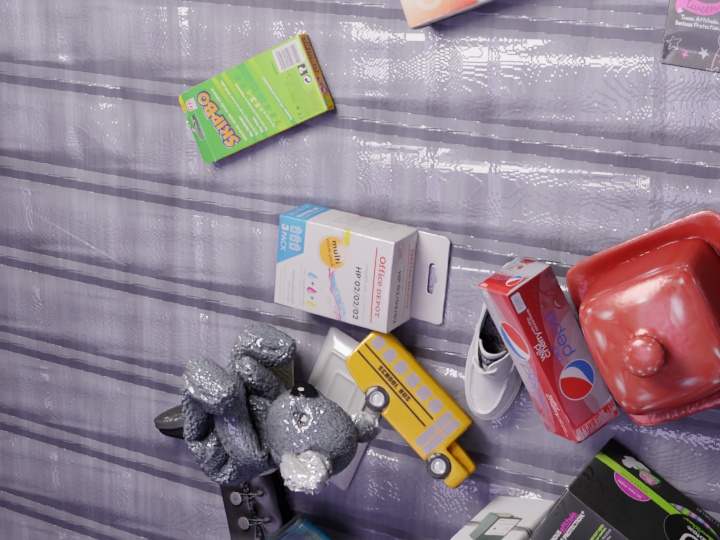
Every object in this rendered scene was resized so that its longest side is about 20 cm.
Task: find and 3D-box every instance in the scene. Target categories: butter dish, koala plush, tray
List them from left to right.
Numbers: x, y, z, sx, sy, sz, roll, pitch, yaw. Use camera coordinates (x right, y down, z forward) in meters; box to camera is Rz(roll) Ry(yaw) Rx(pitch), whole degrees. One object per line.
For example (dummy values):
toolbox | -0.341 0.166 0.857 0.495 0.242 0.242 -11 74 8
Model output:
koala plush | -0.086 0.185 1.512 0.199 0.177 0.185 14 115 24
tray | -0.032 0.179 1.637 0.107 0.022 0.201 32 118 19
butter dish | 0.310 0.069 1.331 0.199 0.148 0.201 -25 92 34

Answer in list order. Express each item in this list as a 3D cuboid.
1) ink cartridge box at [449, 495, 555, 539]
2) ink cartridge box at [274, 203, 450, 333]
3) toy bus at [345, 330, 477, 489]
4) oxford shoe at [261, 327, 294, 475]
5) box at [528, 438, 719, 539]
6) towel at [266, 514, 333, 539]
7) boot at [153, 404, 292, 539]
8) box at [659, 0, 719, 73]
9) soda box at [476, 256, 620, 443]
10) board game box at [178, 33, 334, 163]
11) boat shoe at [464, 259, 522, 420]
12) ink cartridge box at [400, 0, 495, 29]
ink cartridge box | 0.158 0.365 1.477 0.084 0.200 0.147 0 104 33
ink cartridge box | 0.000 0.000 1.537 0.199 0.068 0.116 14 111 26
toy bus | 0.067 0.165 1.539 0.078 0.065 0.200 -44 80 3
oxford shoe | -0.120 0.165 1.655 0.058 0.075 0.201 -145 55 -64
box | 0.299 0.311 1.409 0.200 0.148 0.125 39 121 14
towel | -0.049 0.418 1.689 0.200 0.022 0.147 44 123 -6
boot | -0.183 0.276 1.734 0.164 0.066 0.201 -10 104 34
box | 0.399 -0.237 1.198 0.199 0.132 0.115 15 108 25
soda box | 0.204 0.087 1.401 0.201 0.063 0.070 63 162 -19
board game box | -0.130 -0.206 1.575 0.199 0.030 0.096 -20 93 30
boat shoe | 0.156 0.087 1.471 0.072 0.068 0.201 28 116 20
ink cartridge box | 0.098 -0.379 1.379 0.162 0.050 0.201 -15 100 32
